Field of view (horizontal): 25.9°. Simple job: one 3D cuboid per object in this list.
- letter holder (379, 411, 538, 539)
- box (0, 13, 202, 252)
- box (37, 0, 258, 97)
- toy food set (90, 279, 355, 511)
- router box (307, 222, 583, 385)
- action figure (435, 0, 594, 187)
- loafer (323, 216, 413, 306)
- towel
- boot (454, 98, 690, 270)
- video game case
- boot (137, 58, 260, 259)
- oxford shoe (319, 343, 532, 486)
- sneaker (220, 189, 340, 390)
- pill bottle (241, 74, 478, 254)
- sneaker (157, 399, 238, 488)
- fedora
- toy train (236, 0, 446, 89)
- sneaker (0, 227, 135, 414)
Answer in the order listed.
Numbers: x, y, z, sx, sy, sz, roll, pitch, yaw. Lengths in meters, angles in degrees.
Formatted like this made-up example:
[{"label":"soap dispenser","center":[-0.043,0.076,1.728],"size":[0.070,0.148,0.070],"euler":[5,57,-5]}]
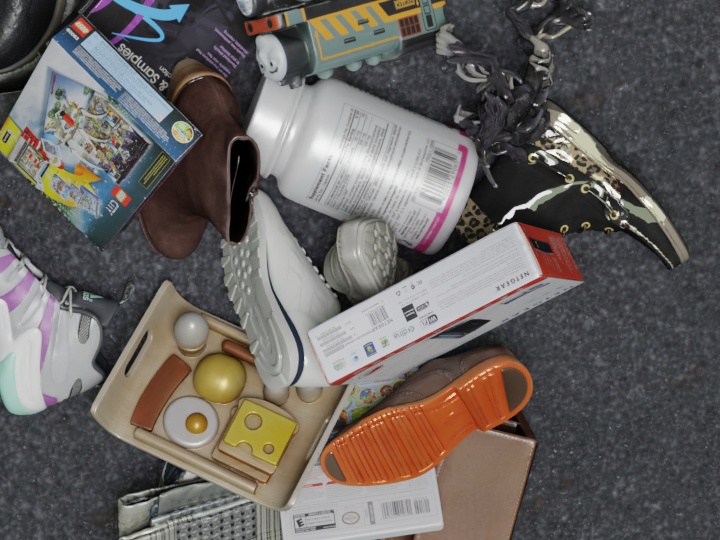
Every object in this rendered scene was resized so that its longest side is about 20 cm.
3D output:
[{"label":"letter holder","center":[0.066,0.222,1.455],"size":[0.140,0.101,0.202],"euler":[13,100,-6]},{"label":"box","center":[-0.225,-0.109,1.312],"size":[0.137,0.200,0.038],"euler":[44,56,-5]},{"label":"box","center":[-0.160,-0.213,1.352],"size":[0.200,0.036,0.143],"euler":[-46,124,6]},{"label":"toy food set","center":[-0.117,0.108,1.380],"size":[0.198,0.061,0.144],"euler":[24,64,8]},{"label":"router box","center":[0.076,0.029,1.316],"size":[0.199,0.179,0.049],"euler":[-28,79,17]},{"label":"action figure","center":[0.127,-0.173,1.363],"size":[0.101,0.119,0.201],"euler":[17,70,32]},{"label":"loafer","center":[0.000,0.000,1.358],"size":[0.069,0.200,0.071],"euler":[2,74,11]},{"label":"towel","center":[-0.127,0.271,1.432],"size":[0.190,0.035,0.202],"euler":[-11,120,-20]},{"label":"boot","center":[0.187,-0.040,1.425],"size":[0.200,0.073,0.151],"euler":[44,94,-8]},{"label":"video game case","center":[-0.010,0.145,1.410],"size":[0.141,0.018,0.202],"euler":[-7,63,-2]},{"label":"boot","center":[-0.137,-0.063,1.322],"size":[0.072,0.167,0.202],"euler":[-4,124,-22]},{"label":"oxford shoe","center":[0.054,0.127,1.382],"size":[0.198,0.073,0.072],"euler":[-24,115,-2]},{"label":"sneaker","center":[-0.066,0.016,1.386],"size":[0.080,0.077,0.202],"euler":[-2,60,-29]},{"label":"pill bottle","center":[-0.006,-0.100,1.374],"size":[0.198,0.113,0.114],"euler":[22,99,-9]},{"label":"sneaker","center":[-0.147,0.204,1.456],"size":[0.086,0.078,0.201],"euler":[24,101,-27]},{"label":"fedora","center":[-0.319,-0.247,1.325],"size":[0.198,0.092,0.203],"euler":[-1,102,-6]},{"label":"toy train","center":[-0.013,-0.227,1.336],"size":[0.199,0.085,0.115],"euler":[-22,102,-33]},{"label":"sneaker","center":[-0.272,0.021,1.399],"size":[0.138,0.078,0.202],"euler":[-14,112,-4]}]
